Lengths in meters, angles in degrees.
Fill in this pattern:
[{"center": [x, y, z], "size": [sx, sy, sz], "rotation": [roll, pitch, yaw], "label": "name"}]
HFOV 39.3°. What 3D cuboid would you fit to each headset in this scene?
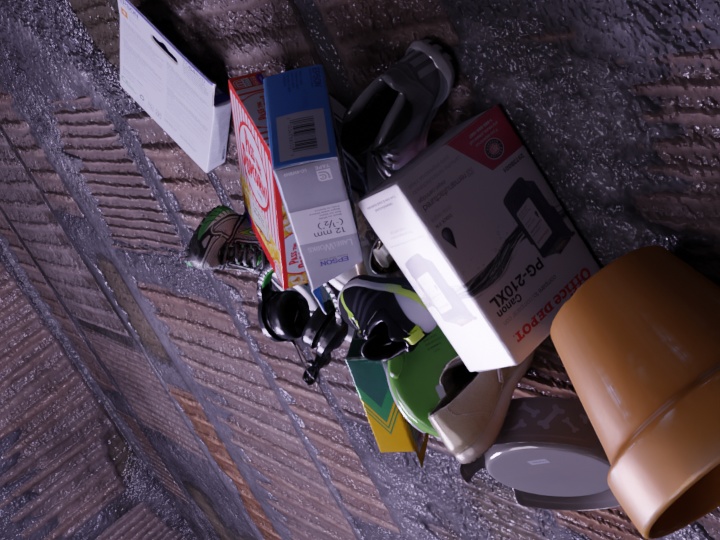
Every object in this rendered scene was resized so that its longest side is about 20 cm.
[{"center": [-0.064, 0.060, 1.286], "size": [0.123, 0.094, 0.201], "rotation": [15, 127, 23], "label": "headset"}]

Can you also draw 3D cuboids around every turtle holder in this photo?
[{"center": [0.085, 0.114, 1.181], "size": [0.185, 0.141, 0.132], "rotation": [35, 168, 7], "label": "turtle holder"}]

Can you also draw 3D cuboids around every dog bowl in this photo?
[{"center": [0.207, 0.197, 1.078], "size": [0.199, 0.059, 0.200], "rotation": [6, 149, 4], "label": "dog bowl"}]

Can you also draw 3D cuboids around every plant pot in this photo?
[{"center": [0.260, 0.086, 0.832], "size": [0.184, 0.200, 0.201], "rotation": [56, 159, 29], "label": "plant pot"}]

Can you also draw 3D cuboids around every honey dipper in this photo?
[{"center": [0.000, 0.000, 1.147], "size": [0.038, 0.038, 0.201], "rotation": [26, 143, 41], "label": "honey dipper"}]

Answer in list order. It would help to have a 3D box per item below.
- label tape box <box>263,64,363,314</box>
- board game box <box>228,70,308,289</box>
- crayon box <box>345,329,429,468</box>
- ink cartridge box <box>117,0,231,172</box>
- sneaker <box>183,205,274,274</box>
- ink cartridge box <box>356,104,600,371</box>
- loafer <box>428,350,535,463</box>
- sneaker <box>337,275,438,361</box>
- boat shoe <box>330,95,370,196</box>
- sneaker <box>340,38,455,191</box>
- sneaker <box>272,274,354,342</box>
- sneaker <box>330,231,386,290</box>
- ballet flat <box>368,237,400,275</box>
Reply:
[{"center": [-0.039, -0.077, 0.991], "size": [0.200, 0.066, 0.144], "rotation": [73, -175, -46], "label": "label tape box"}, {"center": [-0.099, -0.103, 1.158], "size": [0.152, 0.046, 0.201], "rotation": [-122, 22, -43], "label": "board game box"}, {"center": [0.042, 0.142, 1.293], "size": [0.051, 0.126, 0.201], "rotation": [-6, 126, 20], "label": "crayon box"}, {"center": [-0.251, -0.258, 1.356], "size": [0.200, 0.041, 0.200], "rotation": [45, 153, 13], "label": "ink cartridge box"}, {"center": [-0.146, -0.033, 1.276], "size": [0.085, 0.200, 0.078], "rotation": [37, 114, 19], "label": "sneaker"}, {"center": [0.116, -0.027, 0.943], "size": [0.200, 0.145, 0.084], "rotation": [56, 152, -9], "label": "ink cartridge box"}, {"center": [0.126, 0.105, 1.043], "size": [0.068, 0.200, 0.076], "rotation": [40, 134, -12], "label": "loafer"}, {"center": [0.015, 0.055, 1.079], "size": [0.072, 0.083, 0.200], "rotation": [41, 159, -16], "label": "sneaker"}, {"center": [-0.045, -0.147, 1.135], "size": [0.200, 0.068, 0.072], "rotation": [39, 151, 25], "label": "boat shoe"}, {"center": [0.016, -0.126, 0.978], "size": [0.075, 0.115, 0.200], "rotation": [38, 140, 19], "label": "sneaker"}, {"center": [-0.051, 0.039, 1.397], "size": [0.200, 0.073, 0.112], "rotation": [40, 165, 16], "label": "sneaker"}, {"center": [-0.025, -0.061, 1.195], "size": [0.200, 0.075, 0.088], "rotation": [59, 147, 7], "label": "sneaker"}, {"center": [0.057, -0.041, 1.107], "size": [0.068, 0.068, 0.200], "rotation": [47, 153, 8], "label": "ballet flat"}]
